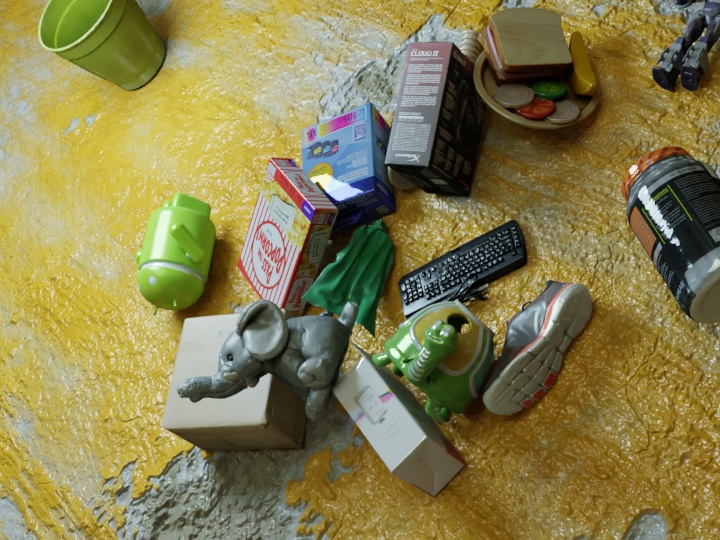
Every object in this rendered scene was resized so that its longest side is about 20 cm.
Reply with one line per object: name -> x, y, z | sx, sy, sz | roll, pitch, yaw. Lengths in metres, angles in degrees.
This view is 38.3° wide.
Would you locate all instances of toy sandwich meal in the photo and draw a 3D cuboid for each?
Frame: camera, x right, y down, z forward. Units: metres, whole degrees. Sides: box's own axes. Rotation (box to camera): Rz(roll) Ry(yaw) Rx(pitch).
toy sandwich meal -> 0.252, -0.287, 1.467 | 0.202, 0.071, 0.207 | 3, 52, -4

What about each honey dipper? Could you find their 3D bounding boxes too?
honey dipper -> 0.152, -0.277, 1.608 | 0.038, 0.038, 0.203 | 3, 70, 35

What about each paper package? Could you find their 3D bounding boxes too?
paper package -> -0.174, 0.163, 1.537 | 0.198, 0.103, 0.193 | -8, 59, 31

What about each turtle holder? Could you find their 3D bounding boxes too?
turtle holder -> 0.098, 0.101, 1.327 | 0.132, 0.185, 0.141 | -48, 47, 3

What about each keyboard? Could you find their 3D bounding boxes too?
keyboard -> 0.140, 0.003, 1.453 | 0.199, 0.040, 0.105 | -29, 51, 19

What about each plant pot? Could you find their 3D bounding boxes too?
plant pot -> -0.494, -0.462, 2.047 | 0.198, 0.193, 0.203 | -16, 57, 26

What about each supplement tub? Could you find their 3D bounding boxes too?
supplement tub -> 0.400, -0.047, 1.247 | 0.122, 0.122, 0.201 | -33, 51, 15

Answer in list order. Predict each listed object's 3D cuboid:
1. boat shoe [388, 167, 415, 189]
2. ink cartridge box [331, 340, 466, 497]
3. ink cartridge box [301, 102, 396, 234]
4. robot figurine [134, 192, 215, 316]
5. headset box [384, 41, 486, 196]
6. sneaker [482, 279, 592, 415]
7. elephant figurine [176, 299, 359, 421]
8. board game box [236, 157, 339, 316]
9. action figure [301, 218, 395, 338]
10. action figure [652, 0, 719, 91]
boat shoe -> 0.085, -0.219, 1.604 | 0.065, 0.071, 0.203 | 164, 121, -76
ink cartridge box -> 0.039, 0.192, 1.365 | 0.067, 0.116, 0.200 | -44, 48, 5
ink cartridge box -> -0.020, -0.144, 1.623 | 0.135, 0.076, 0.202 | -19, 57, 25
robot figurine -> -0.305, -0.025, 1.722 | 0.175, 0.115, 0.203 | -23, 52, 50
headset box -> 0.116, -0.225, 1.497 | 0.076, 0.148, 0.203 | 6, 81, 30
sneaker -> 0.216, 0.097, 1.337 | 0.200, 0.077, 0.082 | -50, 35, -10
elephant figurine -> -0.124, 0.109, 1.396 | 0.198, 0.143, 0.155 | 18, 31, 8
board game box -> -0.115, -0.047, 1.587 | 0.152, 0.046, 0.202 | 48, 128, 42
action figure -> 0.000, 0.000, 1.523 | 0.055, 0.117, 0.201 | -51, 11, 54
action figure -> 0.471, -0.337, 1.400 | 0.129, 0.069, 0.201 | 20, 74, 45
